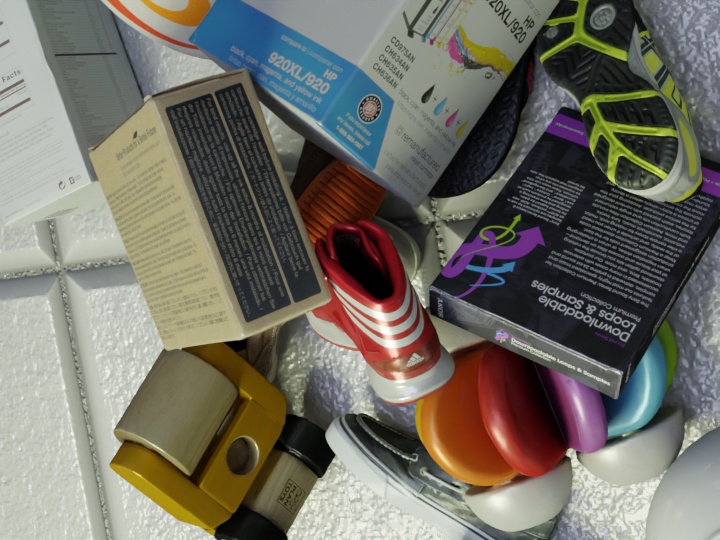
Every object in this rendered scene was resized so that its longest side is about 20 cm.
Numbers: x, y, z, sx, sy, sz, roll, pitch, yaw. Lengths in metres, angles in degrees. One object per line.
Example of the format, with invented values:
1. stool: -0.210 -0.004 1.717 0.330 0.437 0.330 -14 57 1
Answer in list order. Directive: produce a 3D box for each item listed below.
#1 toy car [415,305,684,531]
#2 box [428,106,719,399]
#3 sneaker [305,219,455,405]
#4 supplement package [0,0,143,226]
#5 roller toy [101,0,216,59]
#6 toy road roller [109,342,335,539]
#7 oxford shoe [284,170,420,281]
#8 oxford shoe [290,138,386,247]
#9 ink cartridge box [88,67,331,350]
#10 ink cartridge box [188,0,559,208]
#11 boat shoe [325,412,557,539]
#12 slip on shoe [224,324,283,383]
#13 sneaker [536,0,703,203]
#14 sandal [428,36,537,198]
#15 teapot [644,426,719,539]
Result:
1. toy car: 0.132 0.084 0.962 0.199 0.150 0.176 -22 87 4
2. box: 0.156 -0.019 0.932 0.142 0.200 0.036 24 145 23
3. sneaker: 0.000 0.000 0.950 0.200 0.078 0.116 38 151 57
4. supplement package: -0.269 -0.156 1.177 0.109 0.114 0.201 -21 87 29
5. roller toy: -0.114 -0.262 1.020 0.199 0.140 0.182 32 156 -11
6. toy road roller: -0.131 0.149 1.123 0.145 0.123 0.200 3 145 48
7. oxford shoe: -0.046 -0.033 1.110 0.199 0.058 0.076 22 111 25
8. oxford shoe: -0.016 -0.088 1.056 0.073 0.071 0.200 34 84 39
9. ink cartridge box: -0.110 -0.035 0.947 0.200 0.075 0.166 -12 98 67
10. ink cartridge box: 0.018 -0.181 0.939 0.144 0.147 0.201 34 90 36
11. boat shoe: 0.068 0.162 1.084 0.199 0.072 0.071 32 105 8
12. slip on shoe: -0.100 0.051 1.124 0.076 0.060 0.201 48 138 17
13. sneaker: 0.179 -0.127 0.944 0.075 0.076 0.201 -28 56 27
14. sandal: 0.099 -0.146 1.023 0.075 0.045 0.201 23 95 18
15. teapot: 0.283 0.201 0.905 0.196 0.146 0.201 29 112 7
